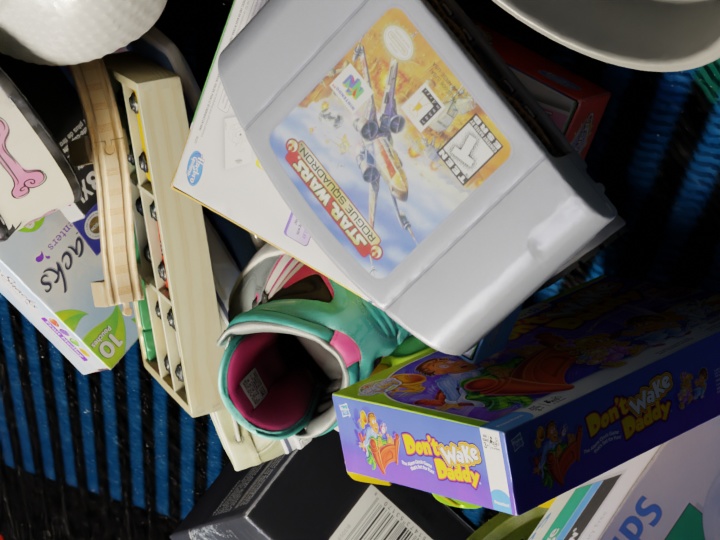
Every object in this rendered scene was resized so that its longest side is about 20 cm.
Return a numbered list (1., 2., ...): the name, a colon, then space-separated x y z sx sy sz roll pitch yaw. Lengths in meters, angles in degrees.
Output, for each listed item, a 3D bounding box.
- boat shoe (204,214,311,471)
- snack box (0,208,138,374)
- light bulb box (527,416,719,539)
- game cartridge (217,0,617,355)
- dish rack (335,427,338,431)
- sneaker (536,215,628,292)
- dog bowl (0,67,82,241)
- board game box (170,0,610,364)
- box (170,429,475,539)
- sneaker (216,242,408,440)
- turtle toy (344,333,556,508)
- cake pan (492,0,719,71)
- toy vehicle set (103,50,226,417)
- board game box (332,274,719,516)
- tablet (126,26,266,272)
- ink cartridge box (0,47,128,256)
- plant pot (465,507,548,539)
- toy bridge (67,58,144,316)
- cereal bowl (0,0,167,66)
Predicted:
1. boat shoe: -0.098 0.034 1.520 0.201 0.062 0.072 61 169 0
2. snack box: -0.199 -0.051 1.563 0.200 0.142 0.053 47 156 -17
3. light bulb box: 0.200 0.189 1.325 0.200 0.198 0.125 41 156 -6
4. game cartridge: 0.020 -0.063 1.177 0.133 0.042 0.200 -43 78 25
5. dish rack: -0.022 0.069 1.649 0.200 0.044 0.172 27 155 31
6. sneaker: 0.071 -0.029 1.308 0.088 0.076 0.200 56 153 -2
7. dog bowl: -0.254 -0.095 1.377 0.200 0.074 0.200 45 167 13
8. board game box: 0.011 -0.067 1.225 0.200 0.040 0.153 31 114 21
9. box: -0.016 0.218 1.823 0.197 0.118 0.200 43 159 -8
10. sneaker: -0.041 0.042 1.336 0.084 0.121 0.200 49 149 -12
11. turtle toy: 0.065 0.084 1.458 0.145 0.101 0.200 8 151 8
12. cake pan: 0.092 -0.170 1.026 0.200 0.037 0.200 32 157 16
13. toy vehicle set: -0.119 -0.025 1.419 0.124 0.026 0.201 -149 49 -69
14. board game box: 0.105 0.060 1.231 0.134 0.200 0.045 9 115 50
15. tablet: -0.092 -0.063 1.452 0.130 0.014 0.201 38 154 63
16. ink cartridge box: -0.178 -0.106 1.488 0.037 0.095 0.200 21 152 45
17. plant pot: 0.152 0.246 1.551 0.193 0.200 0.200 56 155 -9
18. toy bridge: -0.156 -0.072 1.408 0.067 0.027 0.201 176 83 -73
19. cereal bowl: -0.200 -0.198 1.301 0.200 0.083 0.201 31 140 30
